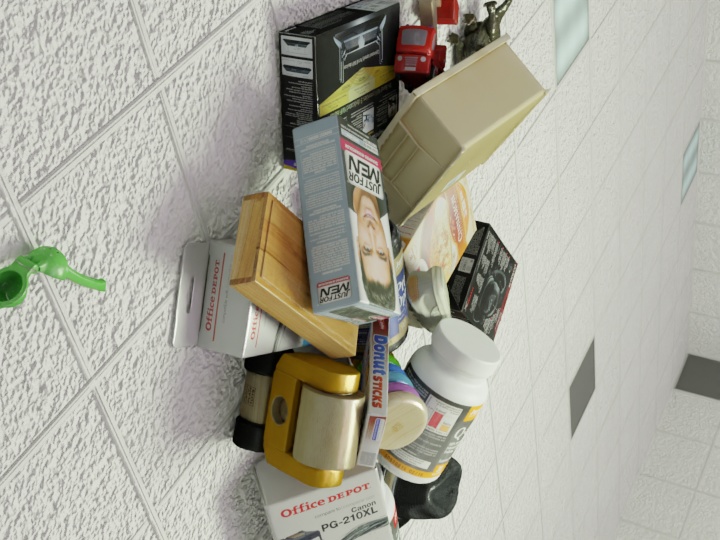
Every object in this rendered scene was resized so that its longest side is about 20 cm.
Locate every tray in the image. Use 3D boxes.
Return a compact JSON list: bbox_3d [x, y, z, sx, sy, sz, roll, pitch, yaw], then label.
[{"bbox_3d":[-0.061,0.009,1.097,0.200,0.036,0.100,42,48,-51],"label":"tray"}]

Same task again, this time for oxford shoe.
[{"bbox_3d":[0.093,0.046,1.399,0.200,0.057,0.077,64,17,-69],"label":"oxford shoe"}]

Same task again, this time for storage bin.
[{"bbox_3d":[0.111,-0.172,1.320,0.199,0.094,0.199,-37,173,-38],"label":"storage bin"}]

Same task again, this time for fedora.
[{"bbox_3d":[0.105,0.337,1.651,0.200,0.090,0.204,-34,130,-53],"label":"fedora"}]

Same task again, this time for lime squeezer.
[{"bbox_3d":[-0.281,0.018,0.857,0.199,0.038,0.071,-36,163,-53],"label":"lime squeezer"}]

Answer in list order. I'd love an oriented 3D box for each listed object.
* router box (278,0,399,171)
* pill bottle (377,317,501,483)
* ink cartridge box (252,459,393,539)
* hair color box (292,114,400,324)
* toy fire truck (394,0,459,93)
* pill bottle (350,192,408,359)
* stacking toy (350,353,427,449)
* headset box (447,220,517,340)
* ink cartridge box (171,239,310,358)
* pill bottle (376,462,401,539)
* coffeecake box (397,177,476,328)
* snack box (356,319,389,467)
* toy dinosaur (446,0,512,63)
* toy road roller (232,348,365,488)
[{"bbox_3d":[-0.020,-0.220,1.219,0.200,0.051,0.160,-37,133,-52],"label":"router box"},{"bbox_3d":[0.099,0.172,1.372,0.116,0.116,0.202,-16,139,-59],"label":"pill bottle"},{"bbox_3d":[-0.038,0.317,1.284,0.142,0.085,0.203,-17,119,-9],"label":"ink cartridge box"},{"bbox_3d":[-0.014,-0.051,1.104,0.099,0.060,0.204,19,61,-60],"label":"hair color box"},{"bbox_3d":[0.086,-0.300,1.325,0.200,0.048,0.144,2,92,-77],"label":"toy fire truck"},{"bbox_3d":[0.000,0.000,1.289,0.112,0.110,0.203,-46,140,-45],"label":"pill bottle"},{"bbox_3d":[0.019,0.134,1.338,0.084,0.201,0.087,-9,126,-12],"label":"stacking toy"},{"bbox_3d":[0.185,0.022,1.688,0.200,0.076,0.151,42,65,-61],"label":"headset box"},{"bbox_3d":[-0.114,0.028,1.131,0.199,0.066,0.118,-6,106,-61],"label":"ink cartridge box"},{"bbox_3d":[-0.002,0.356,1.434,0.114,0.112,0.203,-50,143,-41],"label":"pill bottle"},{"bbox_3d":[0.086,-0.048,1.474,0.201,0.072,0.155,-58,148,-32],"label":"coffeecake box"},{"bbox_3d":[0.015,0.131,1.187,0.201,0.024,0.073,-86,-174,-59],"label":"snack box"},{"bbox_3d":[0.178,-0.340,1.546,0.102,0.076,0.204,58,45,-69],"label":"toy dinosaur"},{"bbox_3d":[-0.045,0.156,1.182,0.144,0.198,0.125,5,98,-40],"label":"toy road roller"}]
